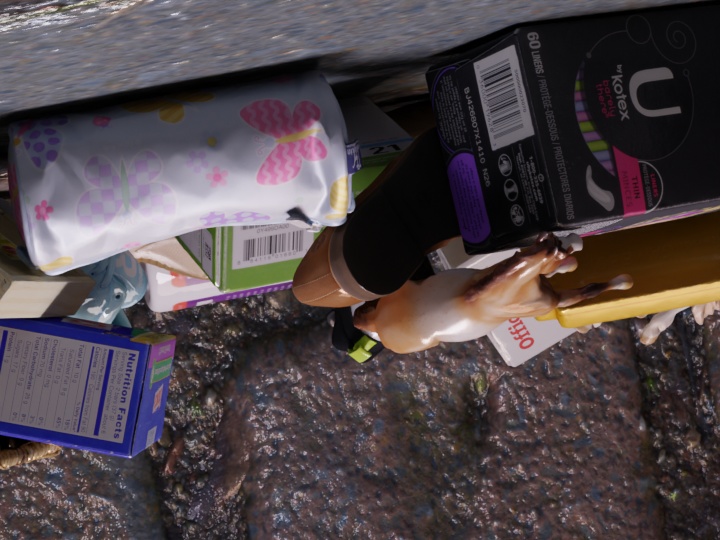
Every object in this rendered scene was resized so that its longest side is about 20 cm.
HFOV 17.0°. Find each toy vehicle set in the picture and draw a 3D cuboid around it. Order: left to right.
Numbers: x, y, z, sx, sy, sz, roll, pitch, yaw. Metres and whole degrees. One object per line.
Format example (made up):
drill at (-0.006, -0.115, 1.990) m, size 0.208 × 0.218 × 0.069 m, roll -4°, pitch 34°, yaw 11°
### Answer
toy vehicle set at (-0.231, -0.020, 1.401) m, size 0.027 × 0.124 × 0.200 m, roll -53°, pitch 174°, yaw 4°

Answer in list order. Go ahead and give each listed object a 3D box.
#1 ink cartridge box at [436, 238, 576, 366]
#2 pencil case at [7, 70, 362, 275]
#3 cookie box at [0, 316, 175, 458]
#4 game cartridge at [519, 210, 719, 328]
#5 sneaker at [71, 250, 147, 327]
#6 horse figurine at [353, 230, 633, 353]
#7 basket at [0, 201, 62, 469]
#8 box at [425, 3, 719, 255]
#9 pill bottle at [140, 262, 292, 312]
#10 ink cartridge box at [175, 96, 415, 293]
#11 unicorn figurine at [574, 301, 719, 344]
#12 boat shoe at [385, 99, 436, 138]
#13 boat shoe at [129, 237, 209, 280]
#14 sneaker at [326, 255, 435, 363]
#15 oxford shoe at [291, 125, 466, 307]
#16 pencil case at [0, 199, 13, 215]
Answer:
ink cartridge box at (0.158, -0.038, 1.769) m, size 0.200 × 0.084 × 0.146 m, roll -30°, pitch 141°, yaw 4°
pencil case at (-0.102, -0.056, 1.371) m, size 0.199 × 0.091 × 0.083 m, roll -9°, pitch -155°, yaw -8°
cookie box at (-0.223, 0.060, 1.491) m, size 0.199 × 0.075 × 0.171 m, roll 10°, pitch 179°, yaw 0°
game cartridge at (0.185, -0.061, 1.588) m, size 0.176 × 0.200 × 0.032 m, roll -11°, pitch 142°, yaw 3°
sneaker at (-0.182, -0.011, 1.586) m, size 0.082 × 0.074 × 0.200 m, roll -2°, pitch 147°, yaw -4°
horse figurine at (0.068, 0.016, 1.455) m, size 0.200 × 0.050 × 0.132 m, roll -14°, pitch 176°, yaw 34°
basket at (-0.279, 0.048, 1.778) m, size 0.142 × 0.201 × 0.149 m, roll -10°, pitch 178°, yaw -13°
box at (0.158, -0.088, 1.460) m, size 0.200 × 0.123 × 0.106 m, roll -11°, pitch 176°, yaw -32°
pill bottle at (-0.066, -0.041, 1.757) m, size 0.199 × 0.112 × 0.111 m, roll -10°, pitch 178°, yaw -10°
ink cartridge box at (-0.063, -0.073, 1.578) m, size 0.147 × 0.076 × 0.200 m, roll -11°, pitch -148°, yaw -23°
unicorn figurine at (0.200, -0.013, 1.709) m, size 0.200 × 0.074 × 0.138 m, roll -8°, pitch 139°, yaw -48°
boat shoe at (0.110, -0.090, 1.692) m, size 0.199 × 0.065 × 0.072 m, roll -8°, pitch -147°, yaw 4°
boat shoe at (-0.135, -0.042, 1.654) m, size 0.199 × 0.069 × 0.074 m, roll 5°, pitch 135°, yaw -11°
sneaker at (0.000, 0.000, 1.632) m, size 0.083 × 0.072 × 0.200 m, roll -51°, pitch -166°, yaw 17°
oxford shoe at (0.025, -0.037, 1.470) m, size 0.071 × 0.071 × 0.200 m, roll -23°, pitch -172°, yaw 44°
pencil case at (-0.324, 0.002, 1.636) m, size 0.200 × 0.091 × 0.083 m, roll -10°, pitch 143°, yaw -35°
